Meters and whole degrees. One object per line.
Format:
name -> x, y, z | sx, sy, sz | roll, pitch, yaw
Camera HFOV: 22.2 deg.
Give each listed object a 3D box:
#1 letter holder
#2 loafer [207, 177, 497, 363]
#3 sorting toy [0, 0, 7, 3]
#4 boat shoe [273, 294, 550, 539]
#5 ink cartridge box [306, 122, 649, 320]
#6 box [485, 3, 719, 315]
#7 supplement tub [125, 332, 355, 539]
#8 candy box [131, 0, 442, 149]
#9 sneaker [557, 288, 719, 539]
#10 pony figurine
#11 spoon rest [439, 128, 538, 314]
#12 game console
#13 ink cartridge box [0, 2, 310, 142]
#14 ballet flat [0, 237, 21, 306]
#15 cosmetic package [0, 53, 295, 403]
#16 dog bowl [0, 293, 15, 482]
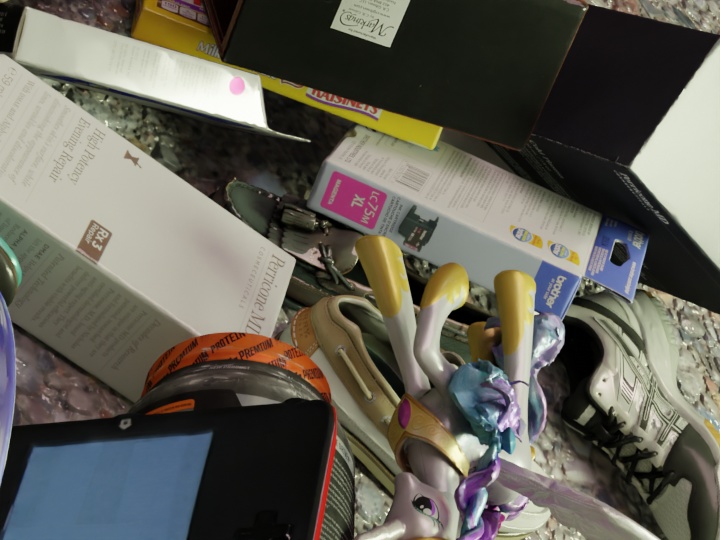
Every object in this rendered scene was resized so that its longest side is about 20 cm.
letter holder -> 0.014, -0.170, 1.124 | 0.199, 0.101, 0.142 | 15, 24, -20
loafer -> 0.000, 0.000, 1.098 | 0.200, 0.063, 0.072 | 35, 37, -15
sorting toy -> -0.228, -0.256, 1.055 | 0.199, 0.070, 0.199 | 30, 33, 9
boat shoe -> 0.039, 0.087, 1.050 | 0.199, 0.068, 0.075 | 32, 38, -19
ink cartridge box -> 0.075, -0.030, 1.120 | 0.199, 0.042, 0.119 | 22, 23, 4
box -> 0.197, -0.069, 1.203 | 0.200, 0.104, 0.182 | 42, -8, -36
supplement tub -> -0.063, 0.134, 0.857 | 0.122, 0.122, 0.201 | 28, 40, -24
candy box -> -0.046, -0.136, 1.155 | 0.199, 0.027, 0.102 | 20, 20, -14
sneaker -> 0.172, 0.103, 1.181 | 0.087, 0.076, 0.201 | -2, 53, -27
pony figurine -> 0.062, 0.100, 0.938 | 0.193, 0.166, 0.201 | 37, 44, -40
spoon rest -> 0.087, -0.020, 1.208 | 0.099, 0.061, 0.201 | 19, 45, -32
game console -> -0.114, 0.128, 0.771 | 0.031, 0.199, 0.178 | 70, 21, -44
ink cartridge box -> -0.130, -0.113, 1.057 | 0.199, 0.094, 0.037 | 16, 89, -37
ballet flat -> -0.257, -0.034, 0.880 | 0.200, 0.068, 0.068 | 38, 45, 6
cosmetic package -> -0.138, -0.012, 0.965 | 0.199, 0.074, 0.102 | 34, 38, -15
dog bowl -> -0.213, 0.078, 0.695 | 0.079, 0.200, 0.201 | 23, 42, -33
